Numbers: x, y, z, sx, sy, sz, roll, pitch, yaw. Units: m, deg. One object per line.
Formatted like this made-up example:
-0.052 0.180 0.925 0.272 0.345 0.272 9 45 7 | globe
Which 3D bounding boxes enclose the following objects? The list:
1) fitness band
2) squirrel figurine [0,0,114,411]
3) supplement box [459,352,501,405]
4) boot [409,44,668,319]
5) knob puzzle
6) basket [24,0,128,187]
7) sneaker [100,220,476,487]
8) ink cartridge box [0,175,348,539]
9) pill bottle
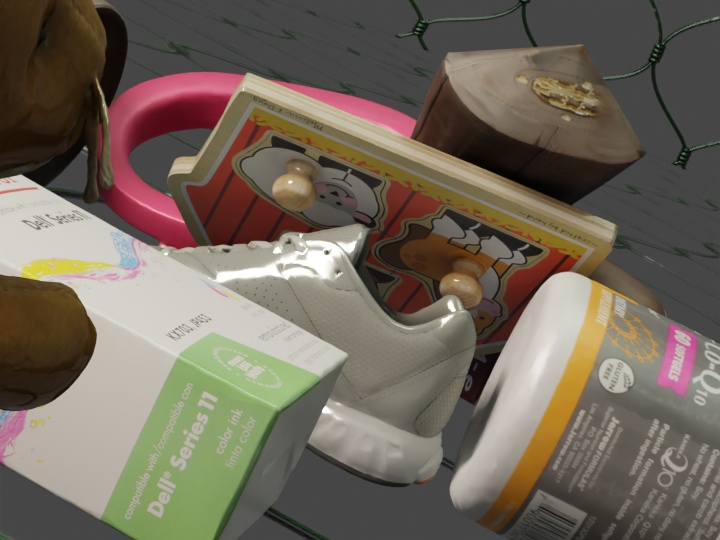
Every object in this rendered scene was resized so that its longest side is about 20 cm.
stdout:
-0.042 -0.045 1.055 0.198 0.038 0.144 12 39 -2 | fitness band
-0.151 -0.016 0.474 0.199 0.188 0.141 19 13 -34 | squirrel figurine
0.011 -0.002 1.121 0.199 0.061 0.109 29 12 20 | supplement box
0.096 -0.027 0.920 0.185 0.065 0.200 18 -27 -12 | boot
0.000 0.000 0.928 0.218 0.031 0.220 14 -28 7 | knob puzzle
-0.228 -0.133 1.005 0.199 0.137 0.180 33 17 16 | basket
-0.041 0.010 0.867 0.199 0.093 0.076 26 11 1 | sneaker
-0.114 0.019 0.716 0.199 0.068 0.117 28 11 7 | ink cartridge box
0.147 0.092 0.859 0.199 0.117 0.116 26 11 -2 | pill bottle
